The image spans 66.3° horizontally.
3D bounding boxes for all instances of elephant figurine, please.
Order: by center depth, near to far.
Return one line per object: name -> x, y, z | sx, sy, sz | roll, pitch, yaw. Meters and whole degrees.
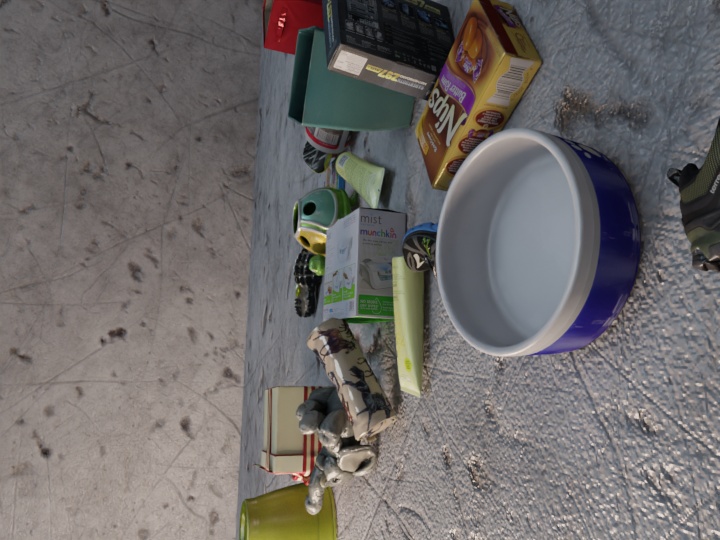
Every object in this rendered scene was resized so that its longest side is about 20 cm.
elephant figurine -> -0.036, 0.321, 1.001 | 0.142, 0.150, 0.206 | -53, -48, -58

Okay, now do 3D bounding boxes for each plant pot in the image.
plant pot -> -0.010, -0.309, 0.930 | 0.141, 0.193, 0.146 | -131, 49, -64
plant pot -> -0.168, 0.570, 1.217 | 0.200, 0.186, 0.209 | -175, 90, -71

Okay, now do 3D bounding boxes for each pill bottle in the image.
pill bottle -> -0.050, -0.368, 1.197 | 0.203, 0.107, 0.113 | 115, 152, -45

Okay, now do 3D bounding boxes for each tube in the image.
tube -> 0.073, 0.082, 0.834 | 0.058, 0.050, 0.209 | 4, -96, -67
tube -> 0.004, -0.183, 1.080 | 0.059, 0.051, 0.200 | 58, 176, -30

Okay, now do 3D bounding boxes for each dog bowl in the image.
dog bowl -> 0.157, -0.024, 0.524 | 0.198, 0.076, 0.208 | -14, 75, 62

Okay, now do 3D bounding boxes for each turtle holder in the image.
turtle holder -> -0.081, -0.087, 1.195 | 0.140, 0.127, 0.193 | -172, 87, -70

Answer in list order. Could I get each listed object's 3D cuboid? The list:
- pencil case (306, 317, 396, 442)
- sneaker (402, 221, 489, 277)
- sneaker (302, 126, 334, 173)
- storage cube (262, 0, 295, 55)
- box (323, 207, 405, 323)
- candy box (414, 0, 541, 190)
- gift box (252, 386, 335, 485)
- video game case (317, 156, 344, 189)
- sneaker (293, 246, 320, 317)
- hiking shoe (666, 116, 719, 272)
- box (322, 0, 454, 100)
pencil case -> -0.016, 0.182, 0.917 | 0.204, 0.076, 0.090 | 60, 153, 16
sneaker -> 0.106, -0.016, 0.718 | 0.198, 0.068, 0.086 | 172, 108, -68
sneaker -> -0.087, -0.299, 1.344 | 0.076, 0.091, 0.205 | -21, 45, 21
storage cube -> -0.173, -0.730, 1.536 | 0.172, 0.173, 0.206 | 121, 148, -52
box -> 0.000, 0.000, 0.990 | 0.199, 0.093, 0.184 | 157, 116, -69
candy box -> 0.137, -0.214, 0.696 | 0.203, 0.054, 0.120 | 114, 152, -48
gift box -> -0.134, 0.348, 1.170 | 0.185, 0.192, 0.194 | 137, 133, -69
video game case -> -0.077, -0.193, 1.377 | 0.199, 0.017, 0.149 | 175, 99, -71
sneaker -> -0.146, 0.021, 1.457 | 0.080, 0.075, 0.207 | -108, 28, -66
hiking shoe -> 0.250, -0.085, 0.305 | 0.201, 0.073, 0.104 | 121, 145, -54
box -> 0.044, -0.331, 0.777 | 0.051, 0.194, 0.163 | -43, 46, 53
